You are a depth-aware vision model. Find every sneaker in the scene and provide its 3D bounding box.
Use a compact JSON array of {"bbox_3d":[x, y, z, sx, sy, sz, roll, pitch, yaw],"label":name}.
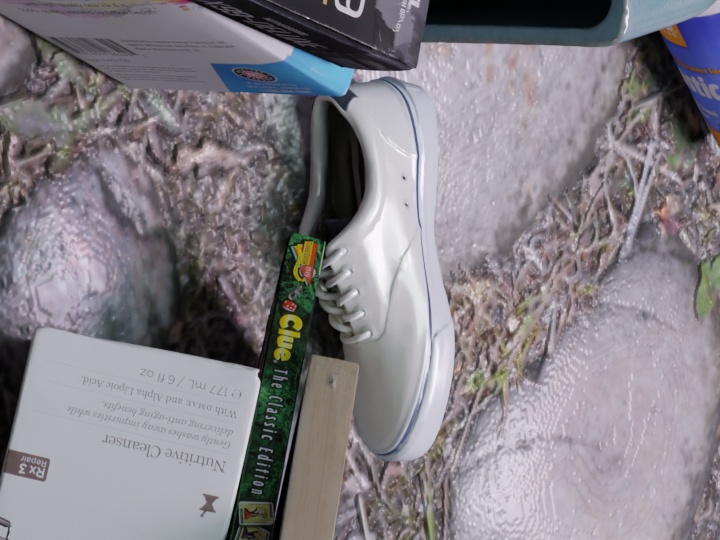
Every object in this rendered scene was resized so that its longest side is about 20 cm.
[{"bbox_3d":[0.000,0.000,1.573,0.070,0.073,0.201,-2,87,-39],"label":"sneaker"}]

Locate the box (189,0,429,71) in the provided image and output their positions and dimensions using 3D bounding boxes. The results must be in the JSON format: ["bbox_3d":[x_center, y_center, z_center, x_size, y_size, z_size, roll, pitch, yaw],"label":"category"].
[{"bbox_3d":[-0.022,-0.203,1.312,0.157,0.050,0.201,21,77,-48],"label":"box"}]

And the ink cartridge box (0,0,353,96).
[{"bbox_3d":[-0.101,-0.183,1.373,0.200,0.146,0.147,28,73,-47],"label":"ink cartridge box"}]

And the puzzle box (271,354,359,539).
[{"bbox_3d":[-0.034,0.155,1.457,0.201,0.025,0.134,103,-3,-47],"label":"puzzle box"}]

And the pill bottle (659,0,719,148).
[{"bbox_3d":[0.225,-0.163,1.770,0.112,0.112,0.200,-55,130,-29],"label":"pill bottle"}]

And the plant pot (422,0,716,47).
[{"bbox_3d":[0.101,-0.221,1.576,0.200,0.195,0.198,-10,102,-55],"label":"plant pot"}]

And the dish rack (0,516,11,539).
[{"bbox_3d":[-0.233,0.119,1.257,0.200,0.153,0.055,32,57,-46],"label":"dish rack"}]

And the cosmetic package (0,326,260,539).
[{"bbox_3d":[-0.121,0.136,1.398,0.112,0.081,0.201,11,81,-5],"label":"cosmetic package"}]

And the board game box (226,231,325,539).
[{"bbox_3d":[-0.048,0.090,1.459,0.105,0.023,0.201,109,-7,-50],"label":"board game box"}]
